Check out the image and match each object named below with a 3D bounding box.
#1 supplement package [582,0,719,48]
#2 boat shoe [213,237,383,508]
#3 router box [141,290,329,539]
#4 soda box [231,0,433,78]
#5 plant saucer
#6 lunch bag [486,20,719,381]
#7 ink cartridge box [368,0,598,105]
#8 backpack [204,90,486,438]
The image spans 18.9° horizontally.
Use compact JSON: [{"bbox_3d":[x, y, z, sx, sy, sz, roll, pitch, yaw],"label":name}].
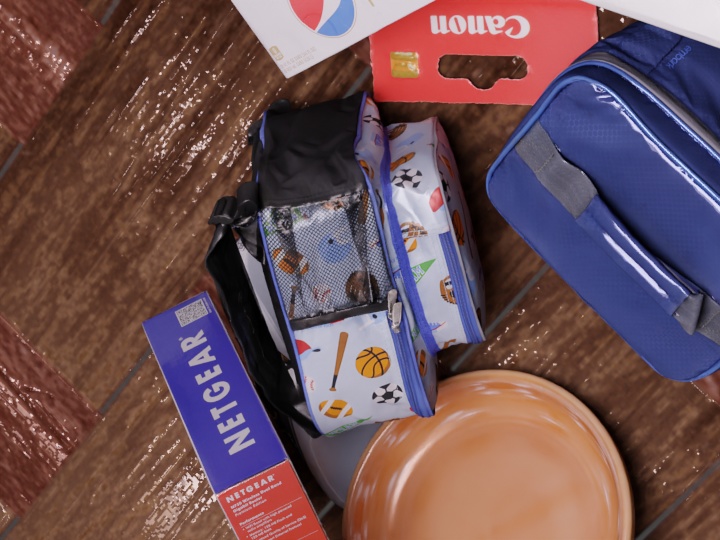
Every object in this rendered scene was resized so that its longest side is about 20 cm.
[{"bbox_3d":[0.194,-0.201,1.143,0.109,0.200,0.114,22,115,19],"label":"supplement package"},{"bbox_3d":[-0.045,0.068,1.445,0.066,0.070,0.201,-11,109,54],"label":"boat shoe"},{"bbox_3d":[-0.061,0.137,1.350,0.049,0.200,0.180,-26,125,-4],"label":"router box"},{"bbox_3d":[0.014,-0.184,1.271,0.200,0.064,0.068,-22,107,47],"label":"soda box"},{"bbox_3d":[0.083,0.164,1.378,0.199,0.037,0.201,-8,71,25],"label":"plant saucer"},{"bbox_3d":[0.179,-0.035,1.229,0.200,0.132,0.136,45,139,7],"label":"lunch bag"},{"bbox_3d":[0.061,-0.195,1.308,0.160,0.050,0.201,4,106,27],"label":"ink cartridge box"},{"bbox_3d":[0.000,0.000,1.334,0.153,0.200,0.191,-4,112,8],"label":"backpack"}]
